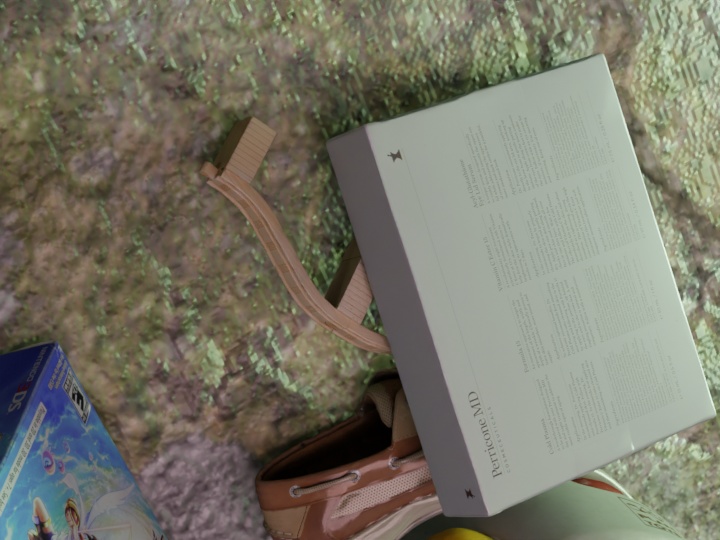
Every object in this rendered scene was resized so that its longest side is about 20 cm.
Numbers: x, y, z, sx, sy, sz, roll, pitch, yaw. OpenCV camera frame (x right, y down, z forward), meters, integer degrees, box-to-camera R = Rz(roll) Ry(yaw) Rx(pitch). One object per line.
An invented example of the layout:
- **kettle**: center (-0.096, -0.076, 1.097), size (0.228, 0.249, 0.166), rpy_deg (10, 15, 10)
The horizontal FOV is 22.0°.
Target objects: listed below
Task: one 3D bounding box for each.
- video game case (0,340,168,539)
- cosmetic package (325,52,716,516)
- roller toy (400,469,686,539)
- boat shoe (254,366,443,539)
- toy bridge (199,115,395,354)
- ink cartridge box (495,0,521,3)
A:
- **video game case**: center (-0.146, 0.164, 0.883), size (0.045, 0.200, 0.182), rpy_deg (-14, 119, 16)
- **cosmetic package**: center (0.083, 0.006, 0.946), size (0.150, 0.052, 0.201), rpy_deg (-18, 92, -30)
- **roller toy**: center (0.109, 0.205, 1.035), size (0.181, 0.140, 0.201), rpy_deg (-20, 115, -15)
- **boat shoe**: center (0.032, 0.088, 0.998), size (0.199, 0.076, 0.072), rpy_deg (-34, 112, -13)
- **toy bridge**: center (0.000, 0.000, 0.949), size (0.199, 0.027, 0.068), rpy_deg (33, 70, -20)
- **ink cartridge box**: center (0.123, -0.207, 0.884), size (0.199, 0.145, 0.085), rpy_deg (-21, 114, -15)
